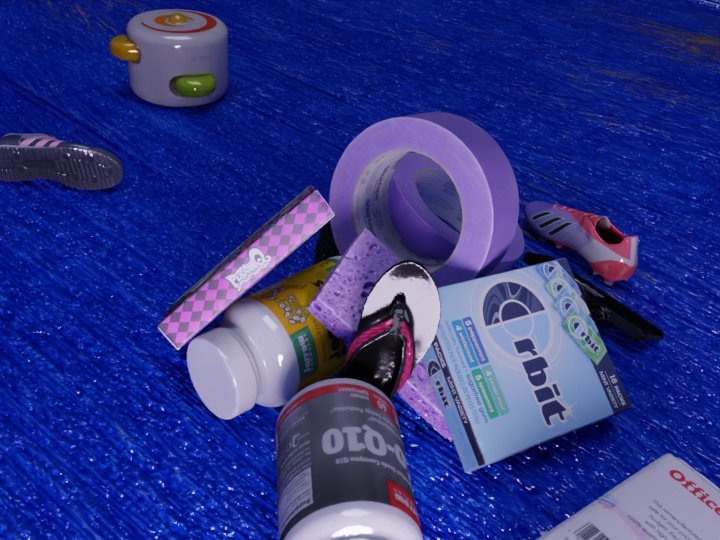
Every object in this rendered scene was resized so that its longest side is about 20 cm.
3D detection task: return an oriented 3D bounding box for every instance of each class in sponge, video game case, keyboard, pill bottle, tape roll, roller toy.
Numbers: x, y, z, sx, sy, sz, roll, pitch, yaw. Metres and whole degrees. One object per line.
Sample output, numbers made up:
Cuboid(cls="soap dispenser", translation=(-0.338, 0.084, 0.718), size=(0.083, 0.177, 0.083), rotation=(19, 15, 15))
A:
Cuboid(cls="sponge", translation=(0.047, 0.064, 0.815), size=(0.200, 0.030, 0.112), rotation=(43, 48, -7))
Cuboid(cls="video game case", translation=(-0.114, -0.011, 0.841), size=(0.199, 0.036, 0.181), rotation=(-41, 8, 0))
Cuboid(cls="keyboard", translation=(0.278, 0.039, 1.019), size=(0.103, 0.040, 0.199), rotation=(9, 23, -44))
Cuboid(cls="pill bottle", translation=(-0.074, 0.069, 0.824), size=(0.112, 0.115, 0.198), rotation=(31, 40, 33))
Cuboid(cls="tape roll", translation=(0.111, -0.061, 1.032), size=(0.197, 0.066, 0.202), rotation=(23, 35, -17))
Cuboid(cls="pill bottle", translation=(-0.010, 0.193, 0.643), size=(0.111, 0.116, 0.201), rotation=(1, 33, -9))
Cuboid(cls="tape roll", translation=(0.068, -0.068, 0.886), size=(0.197, 0.204, 0.085), rotation=(23, 22, 24))
Cuboid(cls="roller toy", translation=(-0.330, -0.392, 1.454), size=(0.196, 0.142, 0.183), rotation=(13, 33, 12))

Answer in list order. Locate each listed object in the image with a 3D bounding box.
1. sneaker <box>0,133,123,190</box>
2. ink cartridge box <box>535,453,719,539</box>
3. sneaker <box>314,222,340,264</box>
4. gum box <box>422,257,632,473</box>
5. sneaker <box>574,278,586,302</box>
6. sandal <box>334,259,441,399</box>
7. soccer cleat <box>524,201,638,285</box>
Cuboid(cls="sneaker", translation=(-0.432, -0.168, 1.159), size=(0.195, 0.071, 0.083), rotation=(8, 35, -1))
Cuboid(cls="ink cartridge box", translation=(0.229, 0.251, 0.625), size=(0.197, 0.085, 0.144), rotation=(-18, 40, -32))
Cuboid(cls="sneaker", translation=(0.000, 0.000, 1.001), size=(0.081, 0.072, 0.201), rotation=(11, 33, -26))
Cuboid(cls="gum box", translation=(0.160, 0.089, 0.813), size=(0.197, 0.045, 0.173), rotation=(-12, 71, -29))
Cuboid(cls="sneaker", translation=(0.168, 0.058, 0.935), size=(0.197, 0.077, 0.081), rotation=(-17, 20, -29))
Cuboid(cls="sandal", translation=(0.015, 0.088, 0.743), size=(0.074, 0.203, 0.045), rotation=(28, 6, -2))
Cuboid(cls="soccer cleat", translation=(0.306, -0.058, 1.117), size=(0.066, 0.078, 0.200), rotation=(-13, 38, -28))
